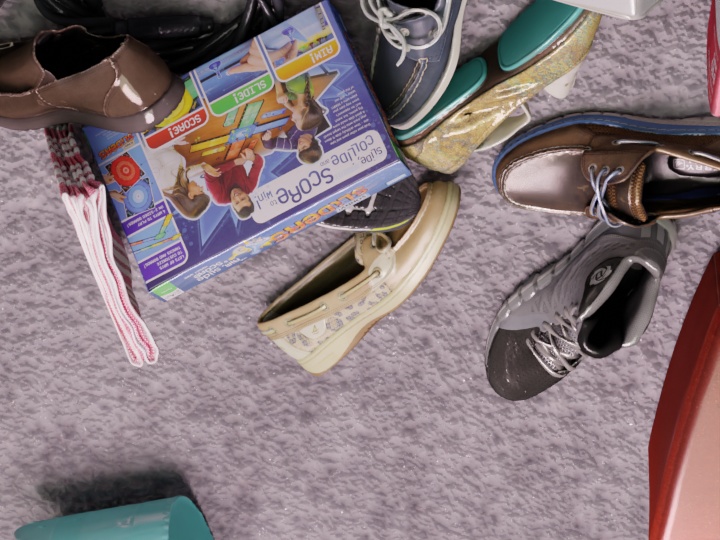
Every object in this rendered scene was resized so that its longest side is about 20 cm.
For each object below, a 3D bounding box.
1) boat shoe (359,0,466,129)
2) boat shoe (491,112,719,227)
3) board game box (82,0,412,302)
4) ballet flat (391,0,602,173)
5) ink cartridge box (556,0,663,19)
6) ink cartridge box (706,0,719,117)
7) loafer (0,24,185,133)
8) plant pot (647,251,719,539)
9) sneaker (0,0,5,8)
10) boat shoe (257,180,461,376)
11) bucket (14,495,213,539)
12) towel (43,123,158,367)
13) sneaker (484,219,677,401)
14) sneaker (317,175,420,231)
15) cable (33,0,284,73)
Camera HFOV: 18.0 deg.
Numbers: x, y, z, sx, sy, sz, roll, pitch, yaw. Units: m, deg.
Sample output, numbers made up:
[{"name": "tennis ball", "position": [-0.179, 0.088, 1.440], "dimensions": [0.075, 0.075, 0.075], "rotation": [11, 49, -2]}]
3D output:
[{"name": "boat shoe", "position": [0.041, -0.187, 1.562], "dimensions": [0.075, 0.062, 0.200], "rotation": [45, 125, 31]}, {"name": "boat shoe", "position": [0.190, -0.070, 1.620], "dimensions": [0.199, 0.072, 0.072], "rotation": [-7, 119, 12]}, {"name": "board game box", "position": [-0.081, -0.083, 1.583], "dimensions": [0.199, 0.034, 0.136], "rotation": [-26, 72, 9]}, {"name": "ballet flat", "position": [0.110, -0.134, 1.602], "dimensions": [0.200, 0.071, 0.071], "rotation": [-36, 109, 27]}, {"name": "ink cartridge box", "position": [0.174, -0.281, 1.449], "dimensions": [0.083, 0.147, 0.201], "rotation": [16, 124, 27]}, {"name": "ink cartridge box", "position": [0.312, -0.211, 1.478], "dimensions": [0.145, 0.145, 0.201], "rotation": [7, 120, 4]}, {"name": "loafer", "position": [-0.209, -0.146, 1.600], "dimensions": [0.199, 0.073, 0.071], "rotation": [5, 137, 38]}, {"name": "plant pot", "position": [0.316, 0.092, 1.637], "dimensions": [0.199, 0.200, 0.177], "rotation": [5, 109, 5]}, {"name": "sneaker", "position": [-0.306, -0.176, 1.623], "dimensions": [0.074, 0.081, 0.201], "rotation": [23, 97, -21]}, {"name": "boat shoe", "position": [0.000, 0.000, 1.688], "dimensions": [0.063, 0.073, 0.200], "rotation": [34, 120, -15]}, {"name": "bucket", "position": [-0.184, 0.282, 1.810], "dimensions": [0.134, 0.207, 0.208], "rotation": [-15, 117, 9]}, {"name": "towel", "position": [-0.187, -0.034, 1.631], "dimensions": [0.030, 0.200, 0.147], "rotation": [-20, 118, -4]}, {"name": "sneaker", "position": [0.154, 0.043, 1.666], "dimensions": [0.075, 0.116, 0.200], "rotation": [32, 119, -11]}, {"name": "sneaker", "position": [-0.051, -0.065, 1.643], "dimensions": [0.199, 0.081, 0.074], "rotation": [11, 80, 16]}, {"name": "cable", "position": [-0.144, -0.209, 1.600], "dimensions": [0.200, 0.051, 0.163], "rotation": [35, 119, -13]}]
